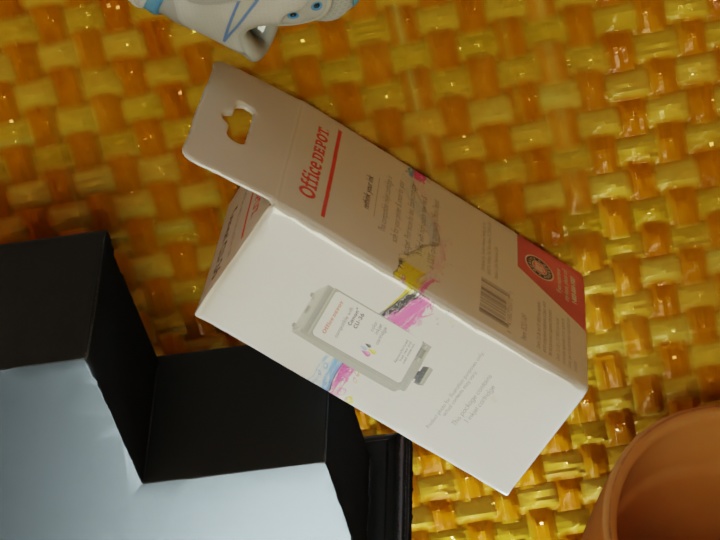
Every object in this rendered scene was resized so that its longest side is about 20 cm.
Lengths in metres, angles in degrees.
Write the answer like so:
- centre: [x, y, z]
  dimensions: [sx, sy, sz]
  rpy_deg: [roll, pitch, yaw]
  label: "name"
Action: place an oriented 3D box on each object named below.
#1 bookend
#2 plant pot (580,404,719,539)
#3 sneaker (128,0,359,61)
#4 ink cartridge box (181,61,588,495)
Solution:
- centre: [-0.093, 0.059, 1.016]
  dimensions: [0.198, 0.092, 0.200]
  rpy_deg: [-8, 135, 10]
  label: "bookend"
- centre: [0.176, 0.182, 1.051]
  dimensions: [0.199, 0.201, 0.140]
  rpy_deg: [20, 131, -6]
  label: "plant pot"
- centre: [-0.024, -0.148, 0.928]
  dimensions: [0.087, 0.075, 0.200]
  rpy_deg: [36, 149, -9]
  label: "sneaker"
- centre: [0.000, 0.000, 1.007]
  dimensions: [0.200, 0.117, 0.068]
  rpy_deg: [32, 114, -10]
  label: "ink cartridge box"
